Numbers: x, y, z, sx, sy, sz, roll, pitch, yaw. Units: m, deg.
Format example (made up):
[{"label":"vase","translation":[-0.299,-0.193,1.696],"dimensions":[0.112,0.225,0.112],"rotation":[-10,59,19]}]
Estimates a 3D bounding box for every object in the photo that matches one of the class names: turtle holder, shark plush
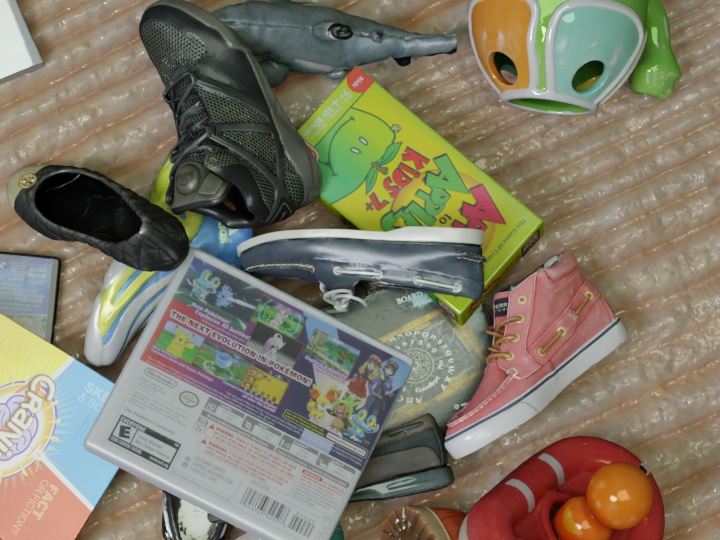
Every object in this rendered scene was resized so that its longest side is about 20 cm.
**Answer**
[{"label":"turtle holder","translation":[0.167,-0.193,1.746],"dimensions":[0.141,0.185,0.132],"rotation":[3,84,28]},{"label":"shark plush","translation":[-0.025,-0.180,1.745],"dimensions":[0.200,0.083,0.091],"rotation":[16,84,-3]}]

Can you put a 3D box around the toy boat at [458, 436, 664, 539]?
[{"label":"toy boat","translation":[0.176,0.193,1.672],"dimensions":[0.131,0.200,0.131],"rotation":[51,127,5]}]

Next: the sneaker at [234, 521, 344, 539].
[{"label":"sneaker","translation":[-0.096,0.261,1.695],"dimensions":[0.200,0.071,0.080],"rotation":[-26,67,7]}]

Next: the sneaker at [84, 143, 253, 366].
[{"label":"sneaker","translation":[-0.142,-0.001,1.726],"dimensions":[0.105,0.076,0.200],"rotation":[25,83,-2]}]

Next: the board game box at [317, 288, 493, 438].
[{"label":"board game box","translation":[0.015,0.084,1.753],"dimensions":[0.200,0.028,0.135],"rotation":[-17,86,-5]}]

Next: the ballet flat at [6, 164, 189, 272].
[{"label":"ballet flat","translation":[-0.210,-0.051,1.689],"dimensions":[0.200,0.057,0.066],"rotation":[20,71,39]}]

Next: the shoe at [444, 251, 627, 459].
[{"label":"shoe","translation":[0.122,0.064,1.717],"dimensions":[0.200,0.071,0.091],"rotation":[-35,93,-32]}]

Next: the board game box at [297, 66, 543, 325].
[{"label":"board game box","translation":[0.039,-0.061,1.737],"dimensions":[0.200,0.048,0.102],"rotation":[41,83,13]}]

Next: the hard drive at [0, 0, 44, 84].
[{"label":"hard drive","translation":[-0.357,-0.234,1.754],"dimensions":[0.132,0.026,0.200],"rotation":[-23,88,-6]}]

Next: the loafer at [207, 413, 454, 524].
[{"label":"loafer","translation":[-0.027,0.157,1.702],"dimensions":[0.200,0.072,0.063],"rotation":[-7,82,-15]}]

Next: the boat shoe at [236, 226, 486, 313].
[{"label":"boat shoe","translation":[0.000,0.000,1.678],"dimensions":[0.200,0.075,0.062],"rotation":[-2,84,11]}]

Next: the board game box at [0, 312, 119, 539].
[{"label":"board game box","translation":[-0.284,0.121,1.703],"dimensions":[0.200,0.040,0.153],"rotation":[31,84,-1]}]

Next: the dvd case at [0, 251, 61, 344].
[{"label":"dvd case","translation":[-0.320,0.082,1.734],"dimensions":[0.143,0.018,0.200],"rotation":[5,84,-4]}]

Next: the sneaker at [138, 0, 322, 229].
[{"label":"sneaker","translation":[-0.122,-0.117,1.679],"dimensions":[0.114,0.076,0.200],"rotation":[-36,95,-47]}]

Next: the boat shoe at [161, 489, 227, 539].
[{"label":"boat shoe","translation":[-0.128,0.130,1.722],"dimensions":[0.074,0.060,0.200],"rotation":[7,85,-6]}]

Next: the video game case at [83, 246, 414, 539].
[{"label":"video game case","translation":[-0.084,0.102,1.661],"dimensions":[0.200,0.023,0.182],"rotation":[27,69,0]}]

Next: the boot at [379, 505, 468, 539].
[{"label":"boot","translation":[0.100,0.273,1.690],"dimensions":[0.107,0.075,0.200],"rotation":[5,55,-45]}]
